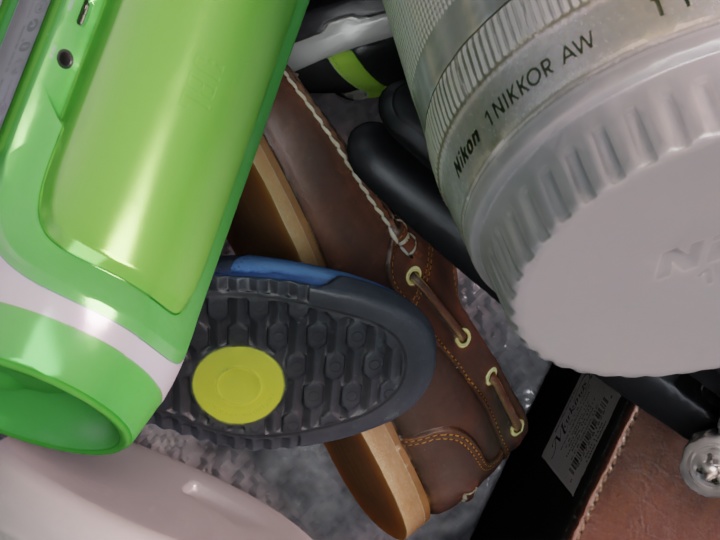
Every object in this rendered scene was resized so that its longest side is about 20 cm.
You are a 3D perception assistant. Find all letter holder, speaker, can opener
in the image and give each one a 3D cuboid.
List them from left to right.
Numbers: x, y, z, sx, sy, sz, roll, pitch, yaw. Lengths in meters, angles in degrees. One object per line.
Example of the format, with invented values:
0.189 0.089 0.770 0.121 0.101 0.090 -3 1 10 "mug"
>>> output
-0.071 -0.050 0.845 0.088 0.088 0.200 23 69 -11 "speaker"
0.081 0.008 0.904 0.200 0.079 0.063 31 135 0 "can opener"
0.126 0.102 0.998 0.142 0.101 0.200 24 96 -13 "letter holder"

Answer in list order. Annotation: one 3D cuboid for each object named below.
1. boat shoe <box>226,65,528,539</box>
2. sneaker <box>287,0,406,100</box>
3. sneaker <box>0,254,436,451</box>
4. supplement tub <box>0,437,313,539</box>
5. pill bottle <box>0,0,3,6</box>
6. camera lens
0.000 0.000 0.965 0.070 0.070 0.200 -34 127 -14 "boat shoe"
0.049 -0.070 0.971 0.199 0.072 0.083 -11 104 -5 "sneaker"
-0.075 0.015 0.916 0.200 0.078 0.066 -2 118 2 "sneaker"
-0.107 0.165 0.955 0.145 0.145 0.200 22 97 -11 "supplement tub"
-0.157 -0.114 0.913 0.114 0.114 0.200 -34 102 0 "pill bottle"
0.086 -0.090 0.830 0.160 0.160 0.200 -13 62 -5 "camera lens"
